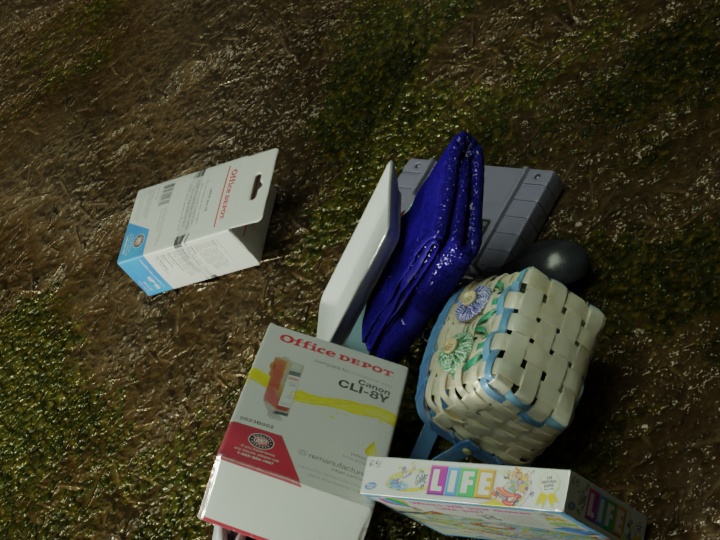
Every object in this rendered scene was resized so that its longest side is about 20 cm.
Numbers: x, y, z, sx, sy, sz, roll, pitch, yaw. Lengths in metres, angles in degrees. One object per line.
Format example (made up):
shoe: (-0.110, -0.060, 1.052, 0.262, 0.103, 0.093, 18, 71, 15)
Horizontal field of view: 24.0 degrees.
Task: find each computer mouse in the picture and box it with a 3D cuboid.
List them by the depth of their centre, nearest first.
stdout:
computer mouse: (0.126, 0.020, 1.624, 0.198, 0.034, 0.059, -24, 74, 20)

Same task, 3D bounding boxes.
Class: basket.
basket: (0.118, 0.091, 1.510, 0.200, 0.138, 0.178, -45, 18, 55)

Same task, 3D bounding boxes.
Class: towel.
towel: (0.054, -0.019, 1.578, 0.200, 0.049, 0.149, 124, 157, -48)

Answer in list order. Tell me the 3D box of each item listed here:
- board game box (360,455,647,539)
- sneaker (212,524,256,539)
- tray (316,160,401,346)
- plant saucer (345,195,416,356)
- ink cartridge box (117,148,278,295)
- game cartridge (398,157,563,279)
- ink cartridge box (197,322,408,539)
board game box: (0.118, 0.193, 1.398, 0.198, 0.134, 0.035, 0, 68, 38)
sneaker: (-0.099, 0.229, 1.548, 0.115, 0.074, 0.202, 115, 165, -52)
tray: (0.000, 0.000, 1.642, 0.108, 0.022, 0.201, -88, 19, -48)
plant saucer: (0.031, 0.014, 1.702, 0.070, 0.019, 0.201, 33, 90, 46)
ink cartridge box: (-0.168, -0.055, 1.921, 0.198, 0.068, 0.117, -15, 45, 28)
game cartridge: (0.098, -0.054, 1.737, 0.199, 0.039, 0.130, 8, 54, 43)
ink cartridge box: (-0.046, 0.152, 1.519, 0.144, 0.084, 0.201, 18, 35, 0)
